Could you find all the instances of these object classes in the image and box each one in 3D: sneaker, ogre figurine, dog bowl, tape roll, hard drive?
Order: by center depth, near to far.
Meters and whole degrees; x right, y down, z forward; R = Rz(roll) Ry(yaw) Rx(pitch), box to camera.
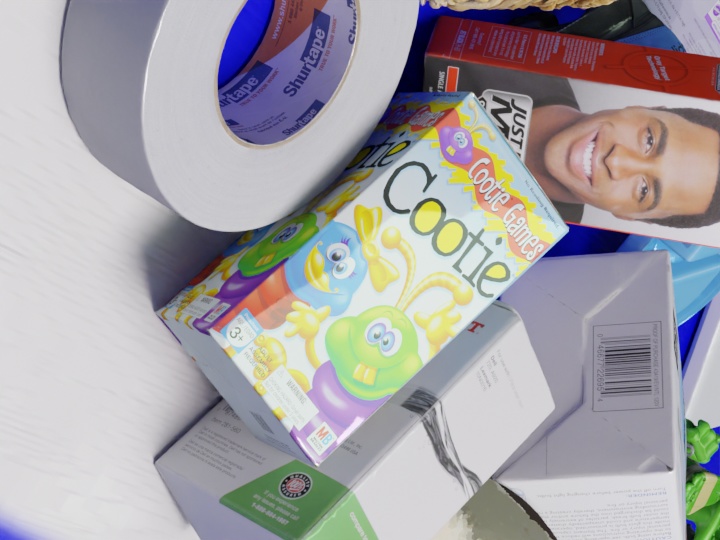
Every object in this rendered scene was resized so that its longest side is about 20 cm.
[{"bbox_3d":[-0.059,-0.124,0.988,0.200,0.066,0.201,-33,138,-35],"label":"tape roll"},{"bbox_3d":[0.115,-0.106,1.232,0.200,0.111,0.077,-36,-178,23],"label":"sneaker"},{"bbox_3d":[0.246,-0.021,1.416,0.111,0.050,0.200,-15,150,-40],"label":"dog bowl"},{"bbox_3d":[0.246,0.169,1.554,0.098,0.120,0.200,-51,144,-4],"label":"ogre figurine"},{"bbox_3d":[0.339,0.043,1.663,0.132,0.025,0.201,-8,121,-49],"label":"hard drive"}]

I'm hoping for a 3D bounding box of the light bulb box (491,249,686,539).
[{"bbox_3d":[0.167,0.126,1.339,0.201,0.124,0.199,74,17,-47],"label":"light bulb box"}]

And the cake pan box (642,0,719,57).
[{"bbox_3d":[0.257,-0.202,1.312,0.184,0.052,0.200,-51,130,-10],"label":"cake pan box"}]

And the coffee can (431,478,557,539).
[{"bbox_3d":[0.028,0.241,1.231,0.146,0.147,0.200,-22,161,-42],"label":"coffee can"}]

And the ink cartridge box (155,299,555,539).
[{"bbox_3d":[0.000,0.099,1.149,0.200,0.146,0.085,-42,128,-23],"label":"ink cartridge box"}]

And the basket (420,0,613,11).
[{"bbox_3d":[0.113,-0.244,0.994,0.149,0.142,0.202,-9,91,-49],"label":"basket"}]

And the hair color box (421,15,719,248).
[{"bbox_3d":[0.136,-0.085,1.151,0.061,0.199,0.102,-71,167,-57],"label":"hair color box"}]

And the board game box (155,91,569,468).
[{"bbox_3d":[0.000,0.000,1.075,0.200,0.105,0.103,-42,108,-15],"label":"board game box"}]
